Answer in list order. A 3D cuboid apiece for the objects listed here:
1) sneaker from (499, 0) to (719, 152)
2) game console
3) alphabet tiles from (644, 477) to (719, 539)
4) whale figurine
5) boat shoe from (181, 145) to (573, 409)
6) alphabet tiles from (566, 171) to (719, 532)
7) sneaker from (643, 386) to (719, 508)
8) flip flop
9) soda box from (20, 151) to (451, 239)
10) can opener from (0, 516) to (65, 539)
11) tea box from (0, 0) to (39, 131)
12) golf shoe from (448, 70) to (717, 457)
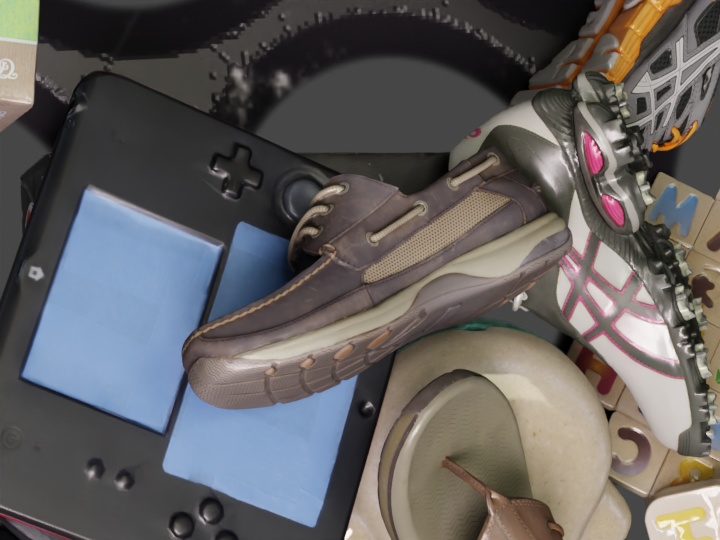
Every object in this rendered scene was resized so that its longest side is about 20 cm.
[{"bbox_3d":[0.135,-0.086,1.113,0.077,0.078,0.200,47,72,-21],"label":"sneaker"},{"bbox_3d":[-0.070,0.033,0.957,0.176,0.031,0.201,25,68,-22],"label":"game console"},{"bbox_3d":[0.207,0.195,1.069,0.194,0.015,0.201,-13,98,16],"label":"alphabet tiles"},{"bbox_3d":[0.048,0.118,1.054,0.158,0.104,0.201,-4,108,-12],"label":"whale figurine"},{"bbox_3d":[0.000,0.000,0.954,0.199,0.074,0.074,-21,76,-36],"label":"boat shoe"},{"bbox_3d":[0.199,0.039,1.118,0.166,0.006,0.201,27,66,5],"label":"alphabet tiles"},{"bbox_3d":[0.204,0.139,1.110,0.070,0.075,0.201,-26,94,-22],"label":"sneaker"},{"bbox_3d":[0.063,0.132,0.960,0.081,0.057,0.201,-31,118,-35],"label":"flip flop"},{"bbox_3d":[-0.056,-0.018,1.035,0.199,0.063,0.071,-1,85,-21],"label":"soda box"},{"bbox_3d":[-0.094,0.168,1.009,0.199,0.079,0.064,32,112,-12],"label":"can opener"},{"bbox_3d":[-0.213,-0.150,0.917,0.133,0.200,0.198,4,82,-21],"label":"tea box"},{"bbox_3d":[0.113,0.005,1.055,0.088,0.077,0.201,-19,110,13],"label":"golf shoe"}]
